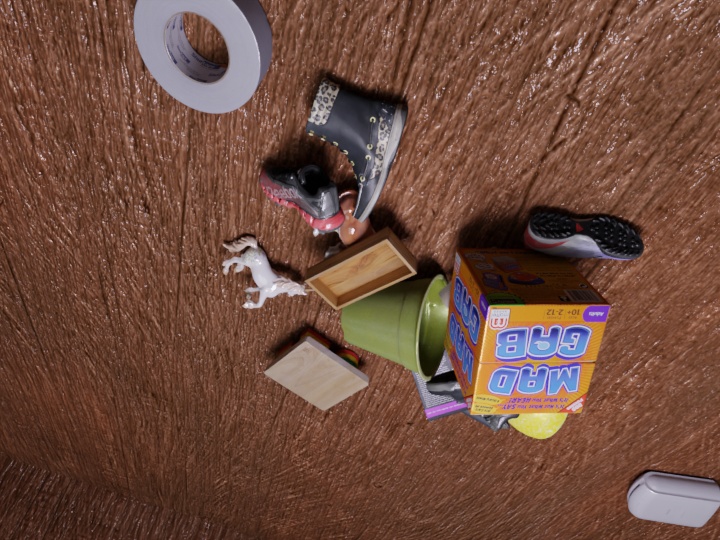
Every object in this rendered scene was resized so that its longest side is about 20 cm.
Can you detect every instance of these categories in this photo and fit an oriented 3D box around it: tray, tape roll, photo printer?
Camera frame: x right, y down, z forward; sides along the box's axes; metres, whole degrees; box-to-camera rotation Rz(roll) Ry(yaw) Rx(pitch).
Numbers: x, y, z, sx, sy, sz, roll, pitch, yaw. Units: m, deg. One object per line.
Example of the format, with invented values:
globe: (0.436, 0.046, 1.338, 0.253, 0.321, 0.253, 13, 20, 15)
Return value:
tray: (0.000, 0.000, 1.016, 0.196, 0.038, 0.099, -26, 127, 30)
tape roll: (-0.233, -0.345, 0.817, 0.193, 0.067, 0.204, 8, 136, 8)
photo printer: (0.812, 0.601, 1.432, 0.192, 0.071, 0.170, 5, 135, 11)

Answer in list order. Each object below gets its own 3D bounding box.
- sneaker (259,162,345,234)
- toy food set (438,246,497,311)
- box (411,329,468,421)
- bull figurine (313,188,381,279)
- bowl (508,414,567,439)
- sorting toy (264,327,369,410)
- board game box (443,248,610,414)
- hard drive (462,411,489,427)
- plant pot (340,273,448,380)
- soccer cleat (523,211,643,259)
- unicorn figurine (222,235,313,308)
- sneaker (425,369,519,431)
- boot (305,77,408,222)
sneaker: (-0.104, -0.147, 0.931, 0.198, 0.070, 0.100, 34, 143, 32)
toy food set: (0.262, 0.069, 1.067, 0.142, 0.061, 0.200, -38, 113, 14)
box: (0.185, 0.221, 1.196, 0.138, 0.036, 0.206, -17, 108, 10)
bull figurine: (-0.018, -0.065, 1.024, 0.117, 0.066, 0.204, -12, 128, 10)
bowl: (0.325, 0.226, 1.101, 0.104, 0.205, 0.202, 12, 138, -16)
sorting toy: (-0.104, 0.238, 1.346, 0.197, 0.071, 0.199, 36, 132, -19)
board game box: (0.268, 0.097, 0.934, 0.192, 0.201, 0.207, 0, 117, -6)
hard drive: (0.250, 0.257, 1.239, 0.195, 0.033, 0.142, 28, 110, -5)
plant pot: (0.065, 0.101, 1.097, 0.184, 0.203, 0.204, 6, 137, 26)
soccer cleat: (0.379, -0.051, 0.936, 0.192, 0.070, 0.074, 9, 155, 5)
unicorn figurine: (-0.203, 0.016, 1.151, 0.134, 0.075, 0.202, -24, 118, 21)
sneaker: (0.221, 0.249, 1.043, 0.192, 0.076, 0.119, -6, 98, 21)
boot: (-0.020, -0.195, 0.889, 0.149, 0.074, 0.208, 20, 121, -3)
